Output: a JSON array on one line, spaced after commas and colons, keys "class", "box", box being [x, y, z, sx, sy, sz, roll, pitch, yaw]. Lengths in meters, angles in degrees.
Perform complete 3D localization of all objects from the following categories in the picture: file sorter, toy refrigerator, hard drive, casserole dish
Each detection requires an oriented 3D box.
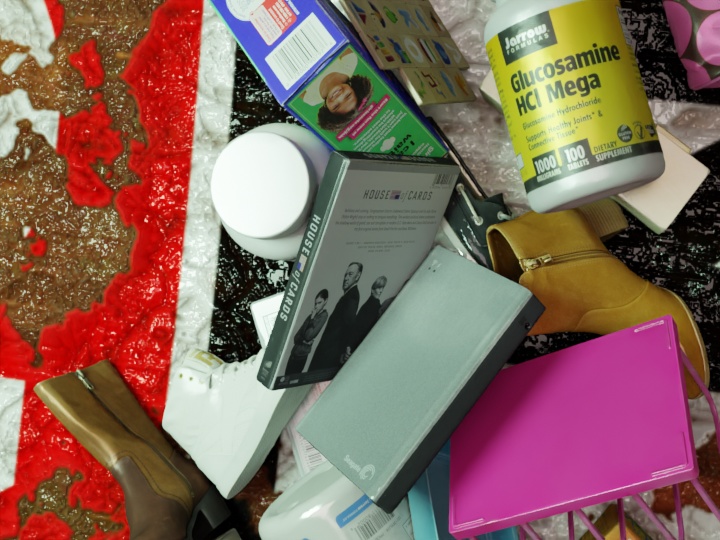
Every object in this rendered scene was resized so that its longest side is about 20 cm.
[{"class": "file sorter", "box": [0.187, 0.155, 0.936, 0.197, 0.126, 0.141, -21, 42, 26]}, {"class": "toy refrigerator", "box": [0.202, -0.121, 1.005, 0.199, 0.076, 0.070, 40, 96, 9]}, {"class": "hard drive", "box": [0.045, 0.083, 0.939, 0.033, 0.139, 0.201, 42, 83, -33]}, {"class": "casserole dish", "box": [0.087, 0.227, 0.969, 0.039, 0.120, 0.203, -30, 54, 32]}]

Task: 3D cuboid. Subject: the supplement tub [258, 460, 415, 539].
[{"class": "supplement tub", "box": [0.014, 0.265, 0.997, 0.131, 0.132, 0.202, -31, 94, 9]}]

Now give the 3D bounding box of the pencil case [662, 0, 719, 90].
[{"class": "pencil case", "box": [0.299, -0.259, 0.983, 0.093, 0.090, 0.203, -19, 87, 45]}]

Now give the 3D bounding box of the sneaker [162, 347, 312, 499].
[{"class": "sneaker", "box": [-0.110, 0.096, 1.047, 0.115, 0.073, 0.201, 39, 111, 16]}]

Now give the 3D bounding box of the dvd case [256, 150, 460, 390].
[{"class": "dvd case", "box": [0.000, 0.000, 0.961, 0.025, 0.149, 0.203, 32, 112, 34]}]

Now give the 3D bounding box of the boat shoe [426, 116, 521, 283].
[{"class": "boat shoe", "box": [0.102, -0.048, 1.024, 0.060, 0.076, 0.200, -43, 83, 13]}]

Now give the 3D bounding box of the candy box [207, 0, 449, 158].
[{"class": "candy box", "box": [-0.028, -0.169, 0.963, 0.077, 0.199, 0.170, -41, 57, 10]}]

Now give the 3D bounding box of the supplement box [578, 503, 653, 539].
[{"class": "supplement box", "box": [0.179, 0.301, 1.010, 0.066, 0.069, 0.201, 42, 95, 6]}]

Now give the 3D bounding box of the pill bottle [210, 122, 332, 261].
[{"class": "pill bottle", "box": [-0.060, -0.065, 0.991, 0.109, 0.200, 0.114, 0, 89, 10]}]

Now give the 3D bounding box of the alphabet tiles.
[{"class": "alphabet tiles", "box": [0.032, -0.212, 0.978, 0.006, 0.199, 0.168, -34, 84, 26]}]

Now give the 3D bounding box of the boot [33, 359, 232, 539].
[{"class": "boot", "box": [-0.216, 0.171, 1.027, 0.068, 0.188, 0.201, -42, 84, 25]}]

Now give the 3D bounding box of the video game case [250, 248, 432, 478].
[{"class": "video game case", "box": [0.010, 0.099, 1.066, 0.179, 0.024, 0.203, -18, 85, 10]}]

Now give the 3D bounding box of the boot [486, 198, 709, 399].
[{"class": "boot", "box": [0.193, 0.037, 0.974, 0.142, 0.071, 0.204, -19, 74, -29]}]

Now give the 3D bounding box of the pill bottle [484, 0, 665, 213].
[{"class": "pill bottle", "box": [0.162, -0.156, 0.917, 0.111, 0.112, 0.204, -17, 86, 10]}]

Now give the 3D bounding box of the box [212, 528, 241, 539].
[{"class": "box", "box": [-0.186, 0.332, 1.074, 0.198, 0.078, 0.096, -32, 85, 9]}]
